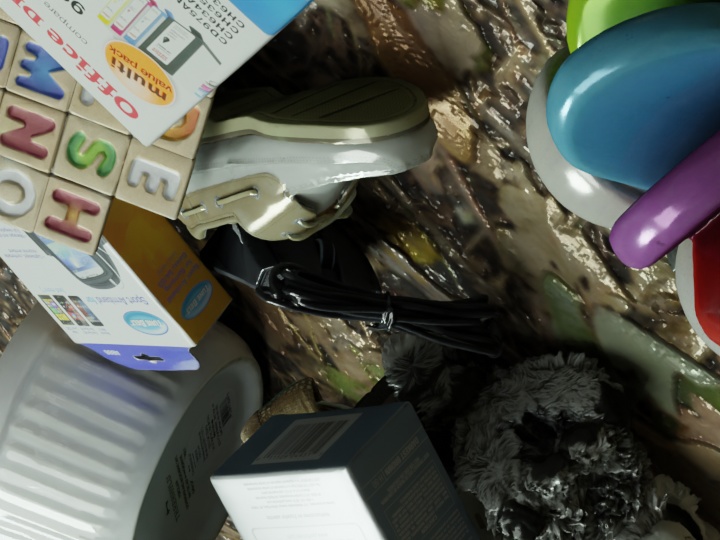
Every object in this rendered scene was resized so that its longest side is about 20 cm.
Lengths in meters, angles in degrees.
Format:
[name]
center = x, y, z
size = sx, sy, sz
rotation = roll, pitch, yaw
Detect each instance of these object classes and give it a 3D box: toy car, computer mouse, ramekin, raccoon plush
[toy car]
center = 0.150, -0.039, 1.048
size = 0.200, 0.150, 0.175
rotation = 44, 130, -3
[computer mouse]
center = 0.000, 0.000, 1.433
size = 0.140, 0.046, 0.200
rotation = 14, -177, -15
[ramekin]
center = -0.139, 0.103, 1.614
size = 0.105, 0.200, 0.200
rotation = 21, 147, 18
[raccoon plush]
center = 0.108, 0.100, 1.445
size = 0.134, 0.097, 0.200
rotation = 47, -176, -38

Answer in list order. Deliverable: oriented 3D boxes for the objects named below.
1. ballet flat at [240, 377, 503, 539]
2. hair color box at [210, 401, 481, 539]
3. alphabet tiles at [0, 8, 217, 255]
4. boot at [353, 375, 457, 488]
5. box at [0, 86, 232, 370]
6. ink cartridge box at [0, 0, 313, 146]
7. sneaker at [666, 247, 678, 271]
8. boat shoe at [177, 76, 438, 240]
[ballet flat]
center = 0.029, 0.124, 1.469
size = 0.200, 0.065, 0.071
rotation = 34, -179, 5
[hair color box]
center = 0.017, 0.167, 1.411
size = 0.099, 0.061, 0.200
rotation = -8, 116, 44
[alphabet tiles]
center = -0.147, -0.112, 1.346
size = 0.167, 0.008, 0.200
rotation = 21, 112, 4
[boot]
center = 0.047, 0.154, 1.575
size = 0.150, 0.073, 0.200
rotation = 35, 146, 13
[box]
center = -0.154, -0.026, 1.464
size = 0.119, 0.042, 0.200
rotation = 1, 138, 52
[ink cartridge box]
center = -0.066, -0.173, 1.179
size = 0.147, 0.145, 0.200
rotation = 45, 153, -6
[sneaker]
center = 0.219, 0.029, 1.180
size = 0.200, 0.076, 0.091
rotation = 44, 144, -9
[boat shoe]
center = -0.029, -0.052, 1.359
size = 0.200, 0.075, 0.069
rotation = 3, 111, 54
